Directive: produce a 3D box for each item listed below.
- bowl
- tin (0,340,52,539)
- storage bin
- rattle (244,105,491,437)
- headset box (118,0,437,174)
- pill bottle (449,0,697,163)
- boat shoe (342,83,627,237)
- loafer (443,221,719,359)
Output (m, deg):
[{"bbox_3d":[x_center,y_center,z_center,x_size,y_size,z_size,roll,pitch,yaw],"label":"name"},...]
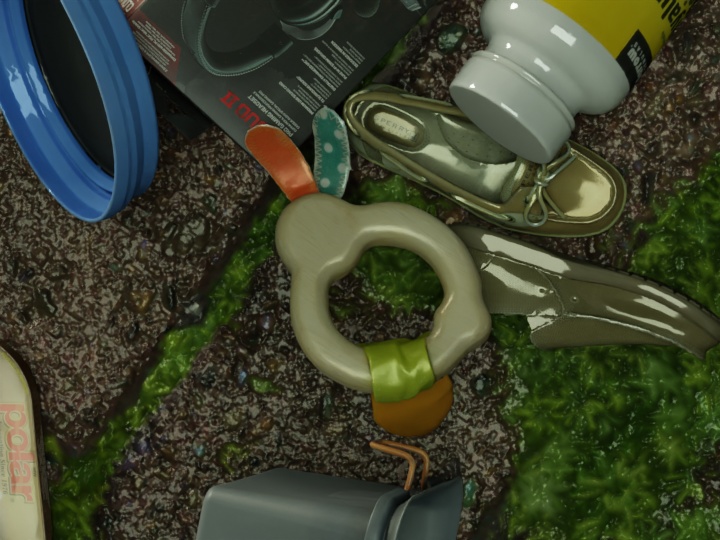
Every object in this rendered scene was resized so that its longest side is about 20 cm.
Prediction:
[{"bbox_3d":[-0.193,-0.131,1.345,0.039,0.201,0.201,-25,89,-25],"label":"bowl"},{"bbox_3d":[-0.272,0.140,1.430,0.111,0.042,0.201,-4,91,9],"label":"tin"},{"bbox_3d":[-0.022,0.177,1.340,0.134,0.200,0.146,12,92,13],"label":"storage bin"},{"bbox_3d":[0.000,0.000,1.375,0.130,0.143,0.200,-44,73,6],"label":"rattle"},{"bbox_3d":[-0.062,-0.175,1.358,0.200,0.077,0.149,-46,115,3],"label":"headset box"},{"bbox_3d":[0.147,-0.171,1.333,0.111,0.111,0.200,37,82,3],"label":"pill bottle"},{"bbox_3d":[0.083,-0.074,1.381,0.200,0.063,0.073,24,92,1],"label":"boat shoe"},{"bbox_3d":[0.145,0.025,1.380,0.199,0.076,0.068,19,94,14],"label":"loafer"}]
